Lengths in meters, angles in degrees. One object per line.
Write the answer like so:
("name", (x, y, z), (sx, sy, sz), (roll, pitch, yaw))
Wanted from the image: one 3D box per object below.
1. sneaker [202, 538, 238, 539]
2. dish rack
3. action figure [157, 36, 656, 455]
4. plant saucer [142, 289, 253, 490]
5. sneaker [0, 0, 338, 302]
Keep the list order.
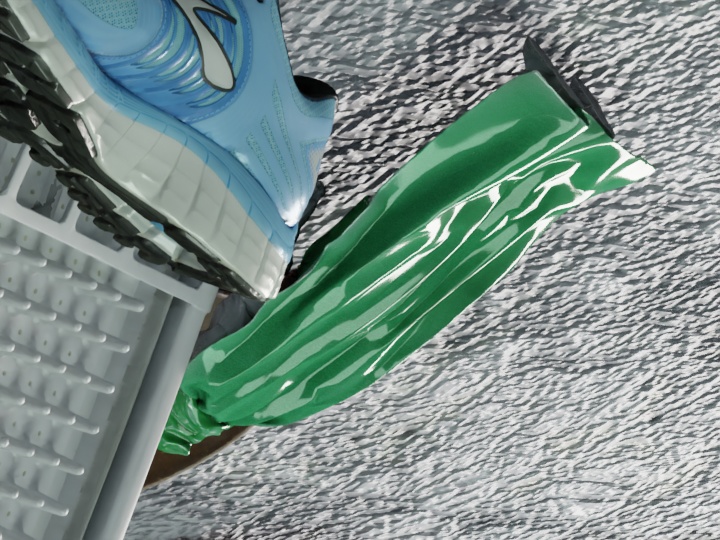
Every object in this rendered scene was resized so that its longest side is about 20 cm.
("sneaker", (-0.099, 0.175, 1.354), (0.198, 0.074, 0.088), (-4, 152, -14))
("dish rack", (-0.124, 0.030, 0.956), (0.043, 0.201, 0.171), (16, 173, 33))
("action figure", (0.000, 0.000, 1.040), (0.200, 0.055, 0.118), (-38, 149, 11))
("plant saucer", (-0.124, 0.042, 1.112), (0.199, 0.035, 0.201), (-13, 154, -7))
("sneaker", (-0.073, -0.076, 0.878), (0.078, 0.090, 0.200), (18, 161, 39))
